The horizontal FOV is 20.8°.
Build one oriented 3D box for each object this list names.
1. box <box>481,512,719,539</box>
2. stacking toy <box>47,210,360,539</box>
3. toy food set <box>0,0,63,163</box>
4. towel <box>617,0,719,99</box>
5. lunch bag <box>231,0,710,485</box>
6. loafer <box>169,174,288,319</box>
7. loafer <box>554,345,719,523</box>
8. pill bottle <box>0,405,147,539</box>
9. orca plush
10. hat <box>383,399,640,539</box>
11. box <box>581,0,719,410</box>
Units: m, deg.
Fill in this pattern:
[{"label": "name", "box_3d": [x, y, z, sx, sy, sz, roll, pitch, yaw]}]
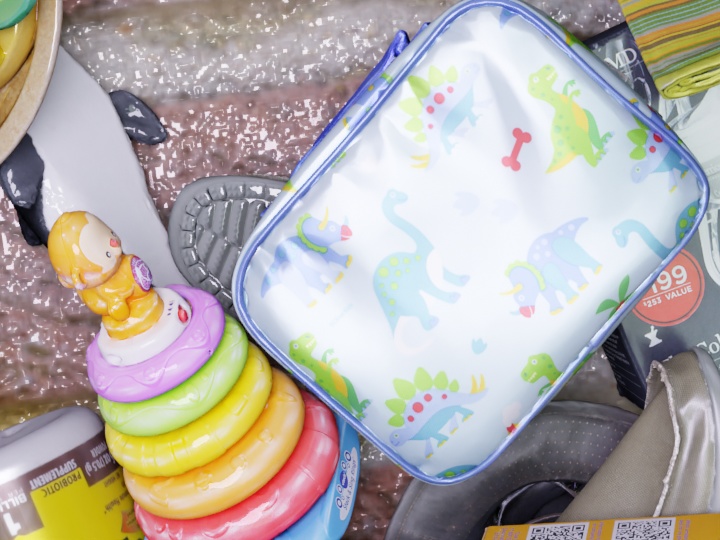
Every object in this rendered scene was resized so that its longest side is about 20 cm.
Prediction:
[{"label": "box", "box_3d": [0.158, 0.169, 0.876, 0.199, 0.041, 0.120, -5, 109, 17]}, {"label": "stacking toy", "box_3d": [-0.087, 0.048, 0.913, 0.109, 0.116, 0.200, -14, 126, 20]}, {"label": "toy food set", "box_3d": [-0.226, -0.131, 0.942, 0.200, 0.049, 0.198, 39, 110, 21]}, {"label": "towel", "box_3d": [0.155, -0.164, 0.947, 0.086, 0.201, 0.018, -20, 138, 4]}, {"label": "lunch bag", "box_3d": [0.047, -0.019, 0.898, 0.161, 0.082, 0.200, 40, 99, -3]}, {"label": "loafer", "box_3d": [0.000, 0.000, 0.992, 0.199, 0.070, 0.076, 17, 100, -8]}, {"label": "loafer", "box_3d": [0.124, 0.130, 0.922, 0.069, 0.075, 0.201, 11, 103, -6]}, {"label": "pill bottle", "box_3d": [-0.144, 0.177, 0.984, 0.109, 0.109, 0.201, -23, 95, -1]}, {"label": "orca plush", "box_3d": [-0.140, -0.032, 1.007, 0.200, 0.071, 0.105, 45, 46, -15]}, {"label": "hat", "box_3d": [0.093, 0.154, 1.006, 0.200, 0.081, 0.202, -1, 102, -4]}, {"label": "box", "box_3d": [0.191, -0.052, 0.987, 0.199, 0.104, 0.183, -26, 94, -1]}]
